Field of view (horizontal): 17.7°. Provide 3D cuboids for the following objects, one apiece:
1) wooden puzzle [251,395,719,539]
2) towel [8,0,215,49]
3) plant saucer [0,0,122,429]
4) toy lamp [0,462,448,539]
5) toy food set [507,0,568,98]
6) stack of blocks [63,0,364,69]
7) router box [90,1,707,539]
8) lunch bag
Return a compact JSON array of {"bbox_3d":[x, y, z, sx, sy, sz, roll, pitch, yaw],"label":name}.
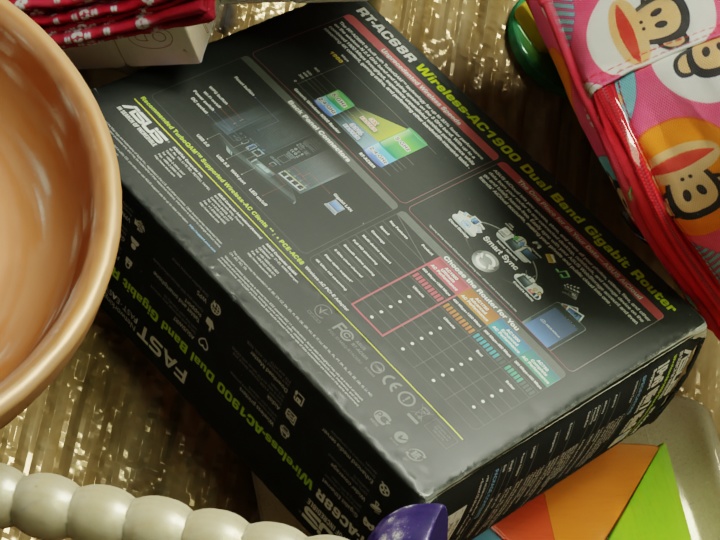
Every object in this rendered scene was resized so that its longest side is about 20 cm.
[{"bbox_3d":[0.067,0.126,0.830,0.199,0.037,0.186,2,63,-30],"label":"wooden puzzle"},{"bbox_3d":[-0.138,-0.123,0.775,0.199,0.023,0.145,-10,50,10],"label":"towel"},{"bbox_3d":[-0.169,-0.015,0.665,0.199,0.038,0.201,6,53,-8],"label":"plant saucer"},{"bbox_3d":[-0.075,0.078,0.715,0.199,0.058,0.058,10,53,11],"label":"toy lamp"},{"bbox_3d":[0.165,-0.084,1.004,0.199,0.049,0.199,-24,77,-37],"label":"toy food set"},{"bbox_3d":[-0.065,-0.133,0.814,0.199,0.059,0.116,0,52,17],"label":"stack of blocks"},{"bbox_3d":[0.000,0.000,0.817,0.149,0.062,0.200,-27,63,-37],"label":"router box"},{"bbox_3d":[0.125,-0.078,0.853,0.176,0.082,0.201,43,27,-54],"label":"lunch bag"}]
